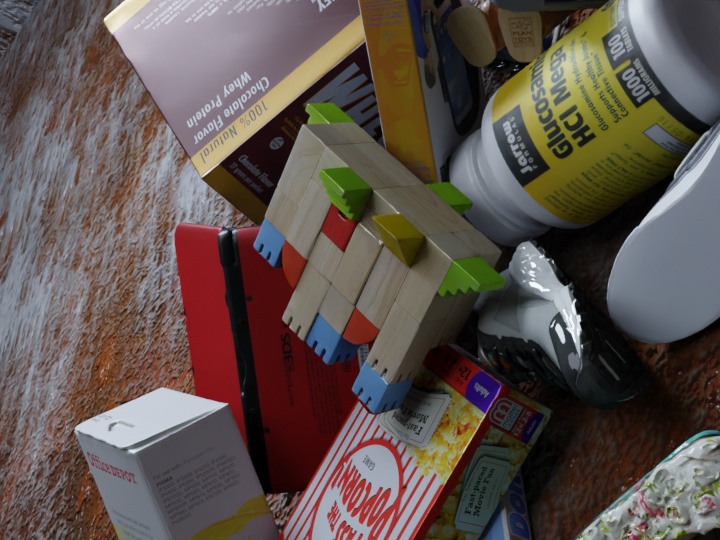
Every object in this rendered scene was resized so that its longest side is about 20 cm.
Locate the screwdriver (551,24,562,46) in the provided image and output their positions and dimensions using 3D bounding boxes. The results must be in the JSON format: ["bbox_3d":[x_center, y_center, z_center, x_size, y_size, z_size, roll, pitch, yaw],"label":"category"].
[{"bbox_3d":[0.145,-0.161,1.016,0.028,0.029,0.200,-25,46,51],"label":"screwdriver"}]

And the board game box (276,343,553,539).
[{"bbox_3d":[0.027,0.145,0.867,0.200,0.046,0.151,-61,26,2],"label":"board game box"}]

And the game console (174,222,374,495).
[{"bbox_3d":[-0.056,0.058,0.998,0.119,0.172,0.200,-77,-20,-80],"label":"game console"}]

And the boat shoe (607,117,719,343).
[{"bbox_3d":[0.212,-0.045,0.755,0.200,0.072,0.068,-65,-11,28],"label":"boat shoe"}]

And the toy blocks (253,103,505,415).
[{"bbox_3d":[0.000,0.000,0.866,0.200,0.100,0.137,44,124,30],"label":"toy blocks"}]

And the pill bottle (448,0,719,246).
[{"bbox_3d":[0.153,-0.097,0.849,0.200,0.112,0.113,-37,37,42],"label":"pill bottle"}]

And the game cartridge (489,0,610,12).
[{"bbox_3d":[0.143,-0.217,0.876,0.133,0.200,0.041,-124,35,-44],"label":"game cartridge"}]

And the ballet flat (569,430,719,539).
[{"bbox_3d":[0.138,0.164,0.688,0.200,0.076,0.064,-51,45,29],"label":"ballet flat"}]

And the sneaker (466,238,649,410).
[{"bbox_3d":[0.115,0.046,0.799,0.079,0.074,0.200,-40,15,4],"label":"sneaker"}]

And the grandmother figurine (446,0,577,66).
[{"bbox_3d":[0.146,-0.206,0.942,0.121,0.061,0.200,9,32,29],"label":"grandmother figurine"}]

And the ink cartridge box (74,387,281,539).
[{"bbox_3d":[-0.124,0.197,0.978,0.083,0.200,0.145,-26,12,-26],"label":"ink cartridge box"}]

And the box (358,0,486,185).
[{"bbox_3d":[0.052,-0.125,0.927,0.041,0.200,0.119,-4,20,27],"label":"box"}]

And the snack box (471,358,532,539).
[{"bbox_3d":[0.075,0.152,0.857,0.072,0.024,0.200,-43,32,32],"label":"snack box"}]

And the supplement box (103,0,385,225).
[{"bbox_3d":[-0.062,-0.171,1.049,0.197,0.133,0.200,-39,56,6],"label":"supplement box"}]

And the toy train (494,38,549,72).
[{"bbox_3d":[0.108,-0.202,1.112,0.046,0.034,0.200,-34,25,-8],"label":"toy train"}]
